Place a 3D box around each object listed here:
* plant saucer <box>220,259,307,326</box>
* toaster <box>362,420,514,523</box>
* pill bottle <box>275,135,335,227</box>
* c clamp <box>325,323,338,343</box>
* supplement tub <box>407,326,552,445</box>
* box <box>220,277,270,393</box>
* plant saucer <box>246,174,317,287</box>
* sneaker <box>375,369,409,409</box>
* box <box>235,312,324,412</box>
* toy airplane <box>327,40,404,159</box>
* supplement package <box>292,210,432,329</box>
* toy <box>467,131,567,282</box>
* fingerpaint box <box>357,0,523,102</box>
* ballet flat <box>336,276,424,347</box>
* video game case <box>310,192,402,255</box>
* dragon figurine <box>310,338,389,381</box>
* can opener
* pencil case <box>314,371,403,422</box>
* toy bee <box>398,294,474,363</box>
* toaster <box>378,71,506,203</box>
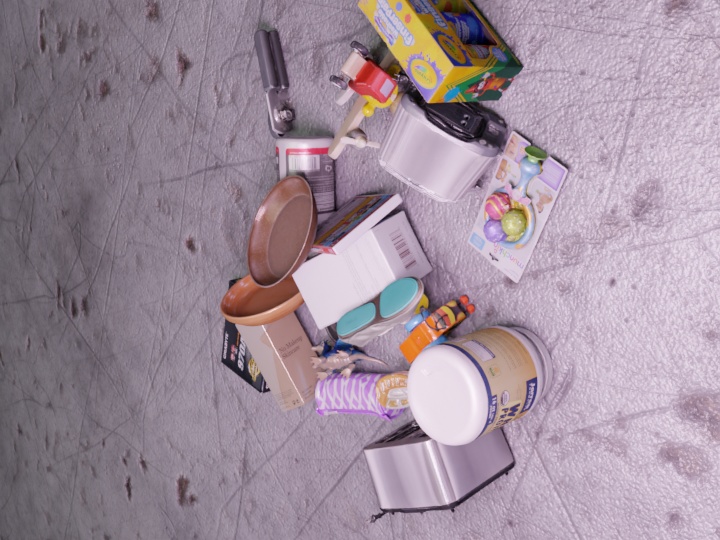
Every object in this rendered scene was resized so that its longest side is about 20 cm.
[{"bbox_3d":[-0.170,0.045,1.589,0.199,0.200,0.038,8,129,46],"label":"plant saucer"},{"bbox_3d":[0.116,0.311,1.348,0.180,0.199,0.120,-22,88,48],"label":"toaster"},{"bbox_3d":[-0.100,-0.144,1.540,0.110,0.110,0.203,12,107,45],"label":"pill bottle"},{"bbox_3d":[-0.033,0.055,1.581,0.201,0.027,0.171,61,140,16],"label":"c clamp"},{"bbox_3d":[0.181,0.164,1.240,0.143,0.199,0.147,13,109,44],"label":"supplement tub"},{"bbox_3d":[-0.229,0.138,1.792,0.158,0.046,0.202,29,119,39],"label":"box"},{"bbox_3d":[-0.129,-0.064,1.444,0.199,0.036,0.203,-27,55,45],"label":"plant saucer"},{"bbox_3d":[0.127,0.190,1.404,0.197,0.087,0.077,-1,95,23],"label":"sneaker"},{"bbox_3d":[-0.151,0.164,1.647,0.077,0.095,0.202,-25,96,44],"label":"box"},{"bbox_3d":[0.027,-0.291,1.351,0.140,0.200,0.200,32,139,-5],"label":"toy airplane"},{"bbox_3d":[0.000,0.000,1.425,0.199,0.117,0.118,-25,95,37],"label":"supplement package"},{"bbox_3d":[0.221,-0.092,1.251,0.115,0.047,0.202,44,127,34],"label":"toy"},{"bbox_3d":[0.117,-0.343,1.219,0.201,0.166,0.073,59,134,21],"label":"fingerpaint box"},{"bbox_3d":[0.043,0.067,1.329,0.199,0.063,0.068,-30,46,39],"label":"ballet flat"},{"bbox_3d":[-0.021,-0.079,1.407,0.018,0.143,0.200,53,166,-15],"label":"video game case"},{"bbox_3d":[-0.027,0.155,1.550,0.198,0.099,0.059,-16,105,32],"label":"dragon figurine"},{"bbox_3d":[-0.175,-0.358,1.615,0.066,0.053,0.203,-13,89,47],"label":"can opener"},{"bbox_3d":[-0.004,0.231,1.538,0.199,0.086,0.084,-10,132,48],"label":"pencil case"},{"bbox_3d":[0.135,0.094,1.364,0.132,0.108,0.200,63,160,-7],"label":"toy bee"},{"bbox_3d":[0.112,-0.196,1.263,0.198,0.114,0.130,29,131,-1],"label":"toaster"}]
